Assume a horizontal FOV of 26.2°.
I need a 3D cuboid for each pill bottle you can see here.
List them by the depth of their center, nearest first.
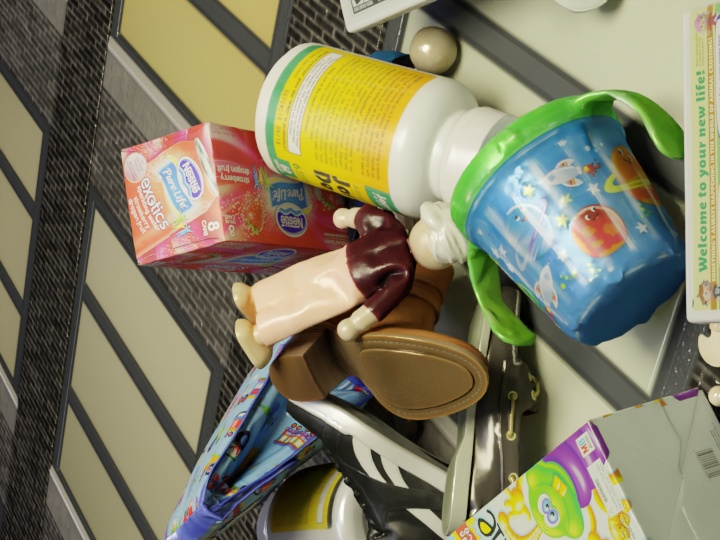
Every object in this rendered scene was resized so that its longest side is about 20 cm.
[{"bbox_3d":[0.025,-0.105,1.220,0.199,0.113,0.113,19,111,30],"label":"pill bottle"},{"bbox_3d":[-0.015,0.225,1.370,0.200,0.112,0.113,-21,74,60],"label":"pill bottle"}]

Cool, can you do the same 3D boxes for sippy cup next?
[{"bbox_3d":[0.150,-0.026,1.048,0.131,0.139,0.178,57,166,27],"label":"sippy cup"}]

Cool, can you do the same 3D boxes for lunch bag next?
[{"bbox_3d":[-0.100,0.162,1.319,0.094,0.200,0.151,42,151,0],"label":"lunch bag"}]

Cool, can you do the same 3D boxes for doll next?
[{"bbox_3d":[0.027,-0.131,1.330,0.137,0.048,0.200,65,145,32],"label":"doll"}]

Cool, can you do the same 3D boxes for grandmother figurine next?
[{"bbox_3d":[0.000,0.000,1.167,0.199,0.061,0.122,-22,59,19],"label":"grandmother figurine"}]

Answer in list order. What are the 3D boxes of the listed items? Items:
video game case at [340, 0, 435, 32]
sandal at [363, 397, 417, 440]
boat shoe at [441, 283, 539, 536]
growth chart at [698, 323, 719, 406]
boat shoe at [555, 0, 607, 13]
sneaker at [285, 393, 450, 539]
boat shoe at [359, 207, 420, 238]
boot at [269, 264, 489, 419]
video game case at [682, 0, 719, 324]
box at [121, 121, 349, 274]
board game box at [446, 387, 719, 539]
[{"bbox_3d":[0.033,-0.293,1.170,0.200,0.023,0.183,-12,93,54],"label":"video game case"},{"bbox_3d":[-0.027,0.089,1.387,0.200,0.054,0.082,47,156,26],"label":"sandal"},{"bbox_3d":[0.106,0.108,1.191,0.072,0.060,0.202,108,172,-78],"label":"boat shoe"},{"bbox_3d":[0.262,-0.002,0.949,0.145,0.018,0.201,18,108,60],"label":"growth chart"},{"bbox_3d":[0.140,-0.279,1.108,0.064,0.070,0.201,38,-142,-86],"label":"boat shoe"},{"bbox_3d":[0.007,0.183,1.236,0.112,0.199,0.073,-59,-6,3],"label":"sneaker"},{"bbox_3d":[0.016,0.000,1.348,0.200,0.059,0.072,-54,47,48],"label":"boat shoe"},{"bbox_3d":[0.040,0.041,1.208,0.199,0.155,0.074,2,121,36],"label":"boot"},{"bbox_3d":[0.259,-0.071,0.910,0.182,0.022,0.201,-6,83,59],"label":"video game case"},{"bbox_3d":[-0.100,-0.056,1.307,0.095,0.200,0.100,-14,81,29],"label":"box"},{"bbox_3d":[0.161,0.177,1.044,0.200,0.103,0.105,-52,57,50],"label":"board game box"}]
